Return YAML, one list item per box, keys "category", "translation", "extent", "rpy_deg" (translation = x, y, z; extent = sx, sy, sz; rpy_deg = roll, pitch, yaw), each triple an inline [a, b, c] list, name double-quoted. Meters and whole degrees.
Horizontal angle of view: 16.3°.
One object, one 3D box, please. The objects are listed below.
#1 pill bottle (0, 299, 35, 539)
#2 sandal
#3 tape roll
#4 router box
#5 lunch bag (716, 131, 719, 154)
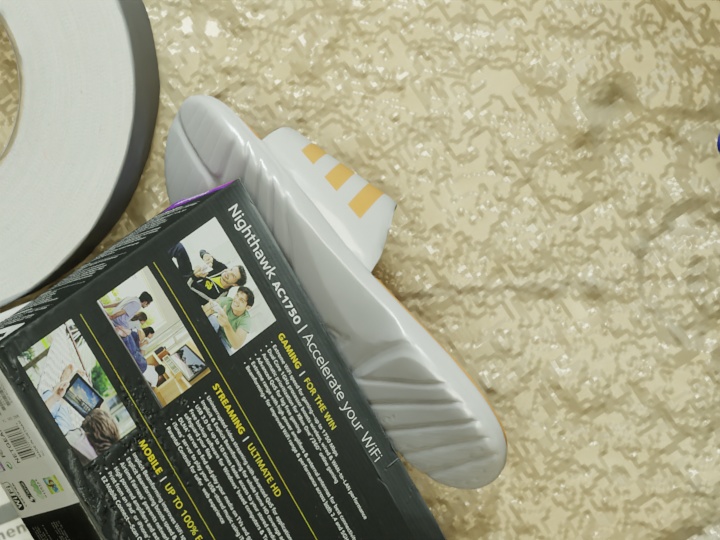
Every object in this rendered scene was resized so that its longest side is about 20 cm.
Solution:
- category: "pill bottle"
  translation: [-0.137, 0.120, 1.070]
  extent: [0.119, 0.120, 0.201]
  rpy_deg: [-21, 92, 7]
- category: "sandal"
  translation: [-0.003, 0.005, 1.074]
  extent: [0.207, 0.059, 0.079]
  rpy_deg: [48, 141, 9]
- category: "tape roll"
  translation: [-0.189, -0.079, 1.085]
  extent: [0.198, 0.066, 0.202]
  rpy_deg: [0, 94, 5]
- category: "router box"
  translation: [-0.060, 0.086, 1.025]
  extent: [0.051, 0.149, 0.201]
  rpy_deg: [-18, 104, 50]
- category: "lunch bag"
  translation: [0.262, -0.026, 0.989]
  extent: [0.199, 0.128, 0.171]
  rpy_deg: [-24, 60, -1]
